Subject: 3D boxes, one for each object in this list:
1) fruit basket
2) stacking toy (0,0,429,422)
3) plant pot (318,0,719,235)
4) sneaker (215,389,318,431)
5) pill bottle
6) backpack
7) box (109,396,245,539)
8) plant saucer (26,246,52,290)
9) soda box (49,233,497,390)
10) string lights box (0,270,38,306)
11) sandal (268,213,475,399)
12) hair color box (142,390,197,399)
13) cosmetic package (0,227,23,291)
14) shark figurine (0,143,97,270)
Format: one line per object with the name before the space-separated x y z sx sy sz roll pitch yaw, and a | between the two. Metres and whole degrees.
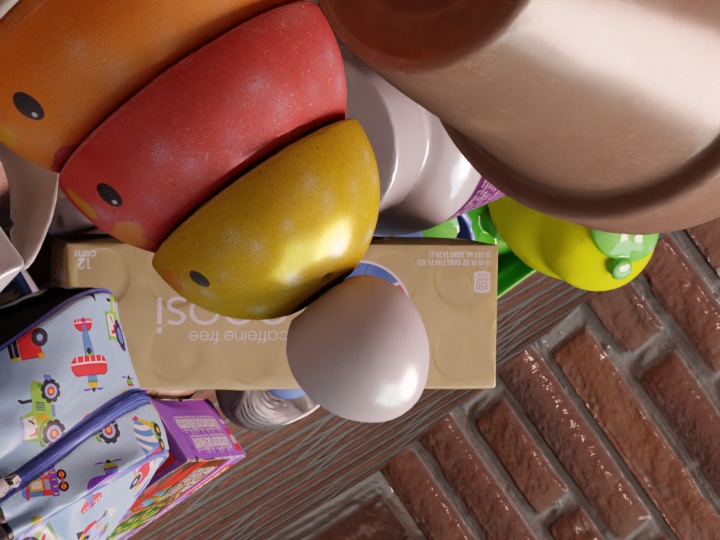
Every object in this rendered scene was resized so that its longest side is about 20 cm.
fruit basket | 0.099 -0.066 1.506 0.215 0.156 0.216 -35 -173 5
stacking toy | -0.041 -0.034 0.928 0.146 0.201 0.146 -35 172 -6
plant pot | 0.075 -0.119 1.059 0.200 0.201 0.174 -39 155 27
sneaker | -0.061 0.025 1.436 0.084 0.075 0.201 -30 -152 22
pill bottle | 0.030 -0.079 1.300 0.112 0.113 0.200 -40 172 31
backpack | -0.159 0.102 1.060 0.200 0.135 0.183 -35 174 -26
box | -0.157 0.132 1.309 0.199 0.039 0.137 -35 173 6
plant saucer | -0.208 0.044 1.297 0.200 0.037 0.200 -36 172 -6
soda box | -0.040 0.018 1.220 0.198 0.068 0.064 0 -176 -13
string lights box | -0.196 0.011 1.059 0.103 0.059 0.200 -36 172 0
sandal | 0.000 0.000 1.340 0.200 0.087 0.080 -58 160 -54
hair color box | -0.156 0.066 1.295 0.200 0.065 0.109 -30 171 -47
cosmetic package | -0.211 0.006 0.812 0.200 0.102 0.074 -30 172 -43
shark figurine | -0.088 -0.045 1.102 0.128 0.090 0.214 -37 174 3
